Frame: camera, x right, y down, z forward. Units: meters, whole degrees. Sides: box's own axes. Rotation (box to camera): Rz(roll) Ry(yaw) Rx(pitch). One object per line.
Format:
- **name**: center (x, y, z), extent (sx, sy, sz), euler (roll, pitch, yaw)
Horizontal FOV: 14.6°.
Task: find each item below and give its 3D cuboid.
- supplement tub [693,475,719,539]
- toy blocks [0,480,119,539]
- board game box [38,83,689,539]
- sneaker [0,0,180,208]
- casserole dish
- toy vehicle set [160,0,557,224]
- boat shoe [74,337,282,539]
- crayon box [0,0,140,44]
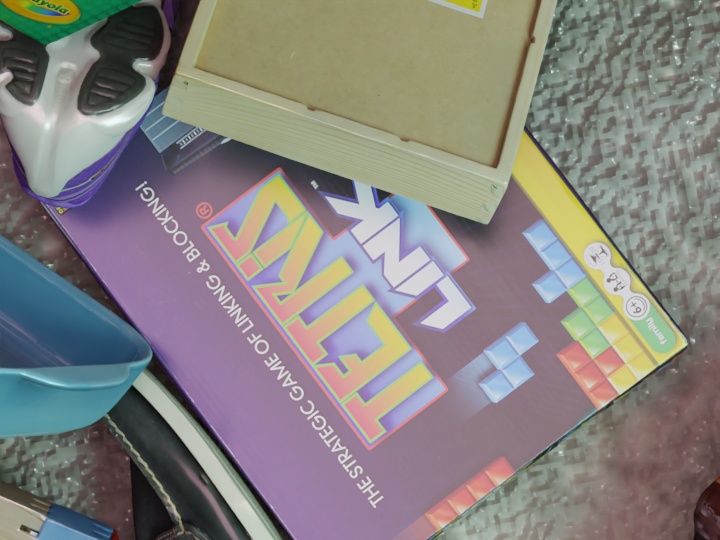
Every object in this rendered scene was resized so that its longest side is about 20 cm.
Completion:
- **supplement tub**: center (0.197, 0.087, 1.033), extent (0.200, 0.107, 0.107), euler (-42, 84, -2)
- **toy blocks**: center (-0.174, 0.142, 1.061), extent (0.137, 0.100, 0.200), euler (24, 97, -4)
- **board game box**: center (0.000, 0.000, 1.077), extent (0.165, 0.057, 0.200), euler (-37, 84, -2)
- **sneaker**: center (-0.098, -0.112, 1.058), extent (0.081, 0.083, 0.200), euler (18, 58, 0)
- **casserole dish**: center (-0.168, 0.011, 1.039), extent (0.200, 0.121, 0.039), euler (33, 109, 33)
- **toy vehicle set**: center (0.013, -0.120, 1.045), extent (0.124, 0.027, 0.200), euler (19, 55, -4)
- **boat shoe**: center (-0.057, 0.116, 1.060), extent (0.068, 0.072, 0.200), euler (-32, 86, -5)
- **crayon box**: center (-0.133, -0.192, 0.973), extent (0.058, 0.119, 0.200), euler (-23, 59, 28)
